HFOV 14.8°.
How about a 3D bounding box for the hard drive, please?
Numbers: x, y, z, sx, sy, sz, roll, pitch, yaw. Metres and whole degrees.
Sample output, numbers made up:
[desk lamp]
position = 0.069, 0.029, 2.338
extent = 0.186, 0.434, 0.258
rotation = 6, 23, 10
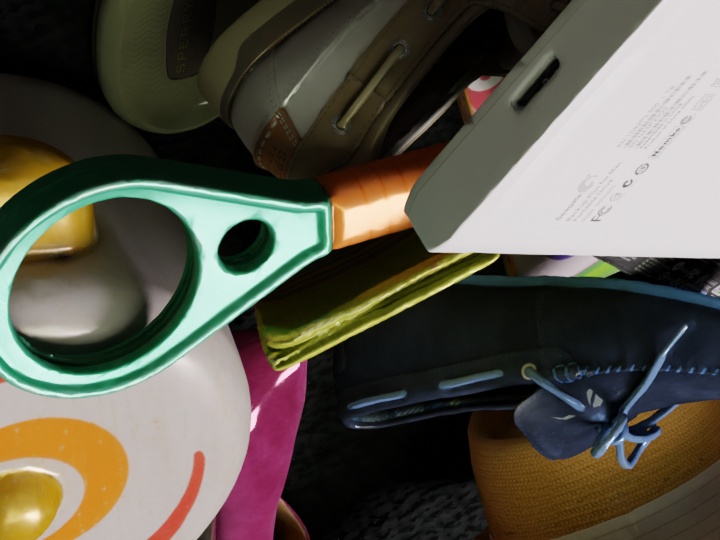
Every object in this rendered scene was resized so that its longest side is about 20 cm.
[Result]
[hard drive]
position = 0.122, -0.053, 0.898
extent = 0.199, 0.026, 0.132
rotation = 0, 141, -47

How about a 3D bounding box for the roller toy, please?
[roller toy]
position = -0.133, 0.036, 0.963
extent = 0.200, 0.140, 0.182
rotation = -42, 138, 20

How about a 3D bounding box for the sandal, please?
[sandal]
position = -0.047, -0.115, 0.905
extent = 0.079, 0.058, 0.202
rotation = -12, 139, -15

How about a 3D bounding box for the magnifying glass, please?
[magnifying glass]
position = -0.031, -0.012, 0.879
extent = 0.199, 0.022, 0.080
rotation = -17, 128, -21

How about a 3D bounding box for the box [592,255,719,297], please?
[box]
position = 0.159, -0.071, 0.995
extent = 0.193, 0.048, 0.200
rotation = -40, 156, 14

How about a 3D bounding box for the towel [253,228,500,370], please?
[towel]
position = 0.000, 0.000, 0.985
extent = 0.086, 0.200, 0.018
rotation = -28, 96, -1

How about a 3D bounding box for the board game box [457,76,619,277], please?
[board game box]
position = 0.089, -0.058, 1.064
extent = 0.095, 0.030, 0.200
rotation = -23, 143, -3

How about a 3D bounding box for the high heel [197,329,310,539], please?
[high heel]
position = -0.031, 0.086, 1.123
extent = 0.095, 0.068, 0.200
rotation = -25, 140, 9

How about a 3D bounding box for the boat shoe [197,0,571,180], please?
[boat shoe]
position = 0.043, -0.096, 0.934
extent = 0.200, 0.068, 0.075
rotation = -39, 161, -3

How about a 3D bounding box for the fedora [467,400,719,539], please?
[fedora]
position = 0.105, 0.073, 1.143
extent = 0.200, 0.201, 0.082
rotation = -24, 101, -1

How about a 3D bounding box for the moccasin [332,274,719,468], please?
[moccasin]
position = 0.081, 0.042, 1.059
extent = 0.199, 0.069, 0.080
rotation = 1, 164, 36
